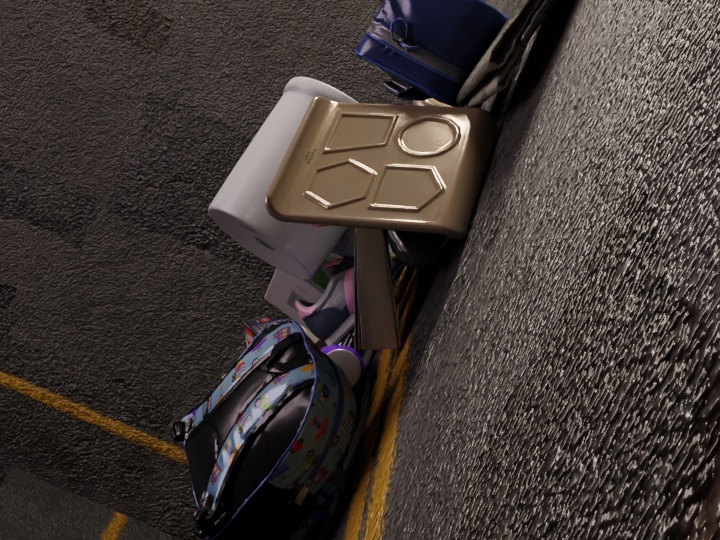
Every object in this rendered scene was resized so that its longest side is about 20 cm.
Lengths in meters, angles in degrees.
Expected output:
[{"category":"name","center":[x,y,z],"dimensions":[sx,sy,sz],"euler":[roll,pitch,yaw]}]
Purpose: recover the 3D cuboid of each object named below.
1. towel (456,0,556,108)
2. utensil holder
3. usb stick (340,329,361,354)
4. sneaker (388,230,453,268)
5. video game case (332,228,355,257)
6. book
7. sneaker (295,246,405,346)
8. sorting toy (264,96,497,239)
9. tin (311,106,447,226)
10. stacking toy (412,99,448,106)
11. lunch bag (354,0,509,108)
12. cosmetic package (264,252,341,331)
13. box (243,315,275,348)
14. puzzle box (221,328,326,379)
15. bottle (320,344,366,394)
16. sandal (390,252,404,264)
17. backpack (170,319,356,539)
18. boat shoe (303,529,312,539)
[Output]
[{"category":"towel","center":[0.169,-0.252,1.178],"dimensions":[0.193,0.034,0.200],"euler":[-56,1,-4]},{"category":"utensil holder","center":[-0.073,-0.112,1.499],"dimensions":[0.200,0.170,0.170],"euler":[-57,2,-11]},{"category":"usb stick","center":[-0.011,0.101,1.630],"dimensions":[0.055,0.033,0.201],"euler":[45,-112,-86]},{"category":"sneaker","center":[0.065,-0.039,1.250],"dimensions":[0.200,0.074,0.085],"euler":[-86,-5,-66]},{"category":"video game case","center":[0.002,-0.115,1.611],"dimensions":[0.045,0.181,0.201],"euler":[79,-146,-79]},{"category":"book","center":[0.018,-0.004,1.313],"dimensions":[0.200,0.048,0.134],"euler":[-79,-14,-78]},{"category":"sneaker","center":[0.000,0.000,1.466],"dimensions":[0.200,0.082,0.070],"euler":[-49,-3,6]},{"category":"sorting toy","center":[0.024,-0.102,1.194],"dimensions":[0.037,0.199,0.185],"euler":[84,-160,-45]},{"category":"tin","center":[0.021,-0.116,1.289],"dimensions":[0.200,0.042,0.112],"euler":[-37,17,-19]},{"category":"stacking toy","center":[0.080,-0.125,1.498],"dimensions":[0.085,0.085,0.201],"euler":[-72,0,-61]},{"category":"lunch bag","center":[0.085,-0.249,1.329],"dimensions":[0.133,0.136,0.200],"euler":[-63,-18,13]},{"category":"cosmetic package","center":[-0.032,-0.008,1.671],"dimensions":[0.200,0.107,0.085],"euler":[-49,-10,-43]},{"category":"box","center":[-0.079,0.133,1.368],"dimensions":[0.200,0.035,0.111],"euler":[-151,51,-61]},{"category":"puzzle box","center":[-0.109,0.123,1.717],"dimensions":[0.133,0.025,0.200],"euler":[-39,13,-26]},{"category":"bottle","center":[-0.035,0.126,1.423],"dimensions":[0.200,0.083,0.066],"euler":[134,120,-78]},{"category":"sandal","center":[0.080,-0.099,1.371],"dimensions":[0.080,0.057,0.201],"euler":[-74,9,-67]},{"category":"backpack","center":[-0.079,0.159,1.182],"dimensions":[0.200,0.134,0.183],"euler":[-53,33,17]},{"category":"boat shoe","center":[-0.096,0.289,1.319],"dimensions":[0.071,0.072,0.200],"euler":[-63,3,-31]}]
